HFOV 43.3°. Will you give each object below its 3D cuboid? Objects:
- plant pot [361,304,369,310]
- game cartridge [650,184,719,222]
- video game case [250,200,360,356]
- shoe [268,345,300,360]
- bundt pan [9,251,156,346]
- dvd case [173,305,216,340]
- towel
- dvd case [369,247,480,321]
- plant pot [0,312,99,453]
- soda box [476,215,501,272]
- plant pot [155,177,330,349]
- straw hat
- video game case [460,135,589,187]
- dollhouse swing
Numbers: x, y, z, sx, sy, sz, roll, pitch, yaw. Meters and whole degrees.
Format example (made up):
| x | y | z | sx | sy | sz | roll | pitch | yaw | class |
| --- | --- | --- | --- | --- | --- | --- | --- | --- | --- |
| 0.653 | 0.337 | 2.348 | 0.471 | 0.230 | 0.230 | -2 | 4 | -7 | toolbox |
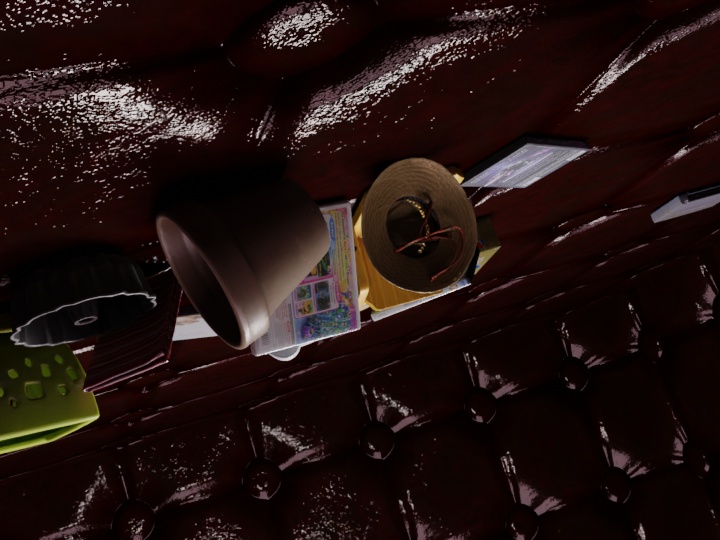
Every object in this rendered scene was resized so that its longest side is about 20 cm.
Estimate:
| x | y | z | sx | sy | sz | roll | pitch | yaw | class |
| --- | --- | --- | --- | --- | --- | --- | --- | --- | --- |
| 0.008 | 0.033 | 1.724 | 0.198 | 0.028 | 0.200 | -27 | -164 | 9 | plant pot |
| 0.852 | -0.177 | 2.314 | 0.198 | 0.039 | 0.130 | -15 | 170 | -21 | game cartridge |
| -0.088 | 0.010 | 1.346 | 0.180 | 0.203 | 0.024 | -13 | -164 | -28 | video game case |
| -0.161 | 0.066 | 1.431 | 0.071 | 0.200 | 0.091 | -37 | 165 | -14 | shoe |
| -0.385 | 0.035 | 1.243 | 0.199 | 0.077 | 0.202 | -18 | 168 | -4 | bundt pan |
| -0.308 | 0.091 | 1.532 | 0.197 | 0.018 | 0.143 | -7 | 162 | 21 | dvd case |
| -0.332 | 0.083 | 1.338 | 0.143 | 0.201 | 0.023 | -22 | 126 | 14 | towel |
| 0.119 | 0.022 | 1.644 | 0.198 | 0.018 | 0.143 | -23 | -163 | 23 | dvd case |
| -0.524 | 0.166 | 1.327 | 0.197 | 0.184 | 0.199 | -6 | 167 | -43 | plant pot |
| 0.220 | -0.041 | 1.853 | 0.063 | 0.069 | 0.200 | -16 | 167 | -13 | soda box |
| -0.139 | -0.029 | 1.164 | 0.174 | 0.201 | 0.200 | -34 | 174 | -23 | plant pot |
| 0.068 | -0.063 | 1.334 | 0.199 | 0.204 | 0.085 | -13 | -172 | -26 | straw hat |
| 0.268 | -0.174 | 1.482 | 0.199 | 0.019 | 0.142 | -4 | 160 | -48 | video game case |
| 0.084 | -0.046 | 1.443 | 0.198 | 0.184 | 0.176 | -14 | 177 | -20 | dollhouse swing |
